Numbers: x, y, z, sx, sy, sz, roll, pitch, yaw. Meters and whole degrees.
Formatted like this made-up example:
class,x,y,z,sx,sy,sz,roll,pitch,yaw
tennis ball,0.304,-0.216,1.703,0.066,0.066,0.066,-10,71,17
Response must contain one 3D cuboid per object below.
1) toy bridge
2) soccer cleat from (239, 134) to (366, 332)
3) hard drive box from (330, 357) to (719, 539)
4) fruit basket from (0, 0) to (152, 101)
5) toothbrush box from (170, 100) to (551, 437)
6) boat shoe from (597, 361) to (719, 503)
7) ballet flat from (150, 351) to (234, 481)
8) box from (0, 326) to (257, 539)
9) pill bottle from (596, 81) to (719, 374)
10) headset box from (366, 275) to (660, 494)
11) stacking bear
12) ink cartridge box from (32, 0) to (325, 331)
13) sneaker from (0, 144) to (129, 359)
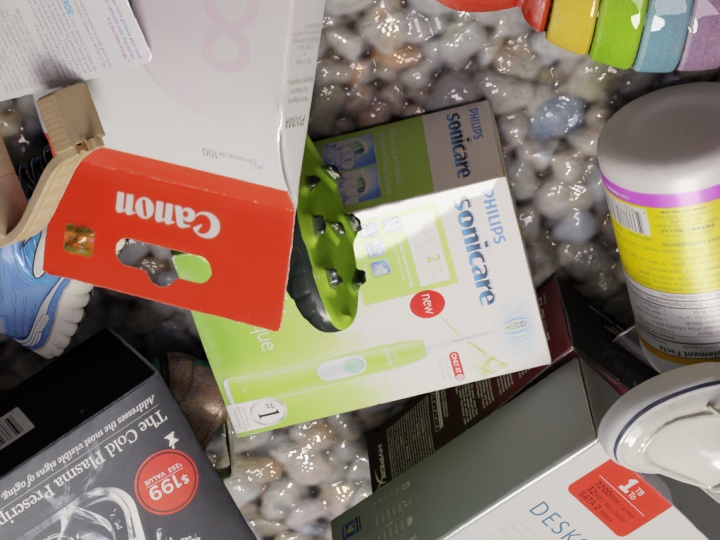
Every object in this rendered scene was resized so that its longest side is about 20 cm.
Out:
class,x,y,z,sx,sy,sz,roll,pitch,yaw
toy bridge,-0.203,-0.047,1.328,0.200,0.027,0.068,-17,95,47
soccer cleat,-0.059,-0.051,1.337,0.081,0.201,0.067,-28,166,23
hard drive box,0.106,0.169,1.476,0.200,0.077,0.156,-36,123,20
fruit basket,-0.230,-0.169,1.252,0.199,0.094,0.186,-15,119,15
toothbrush box,0.000,0.000,1.426,0.199,0.086,0.146,-14,127,3
boat shoe,0.235,0.109,1.382,0.201,0.086,0.075,5,127,-33
ballet flat,-0.118,0.140,1.537,0.067,0.068,0.201,6,128,-17
box,-0.173,0.170,1.416,0.200,0.104,0.183,-34,115,-12
pill bottle,0.208,-0.003,1.418,0.104,0.104,0.201,-14,121,5
headset box,0.125,0.108,1.527,0.148,0.075,0.200,34,118,-27
stacking bear,0.127,-0.169,1.294,0.199,0.121,0.114,9,94,2
ink cartridge box,-0.106,-0.079,1.285,0.162,0.057,0.201,13,98,25
sneaker,-0.183,-0.034,1.388,0.089,0.079,0.200,16,125,-20
